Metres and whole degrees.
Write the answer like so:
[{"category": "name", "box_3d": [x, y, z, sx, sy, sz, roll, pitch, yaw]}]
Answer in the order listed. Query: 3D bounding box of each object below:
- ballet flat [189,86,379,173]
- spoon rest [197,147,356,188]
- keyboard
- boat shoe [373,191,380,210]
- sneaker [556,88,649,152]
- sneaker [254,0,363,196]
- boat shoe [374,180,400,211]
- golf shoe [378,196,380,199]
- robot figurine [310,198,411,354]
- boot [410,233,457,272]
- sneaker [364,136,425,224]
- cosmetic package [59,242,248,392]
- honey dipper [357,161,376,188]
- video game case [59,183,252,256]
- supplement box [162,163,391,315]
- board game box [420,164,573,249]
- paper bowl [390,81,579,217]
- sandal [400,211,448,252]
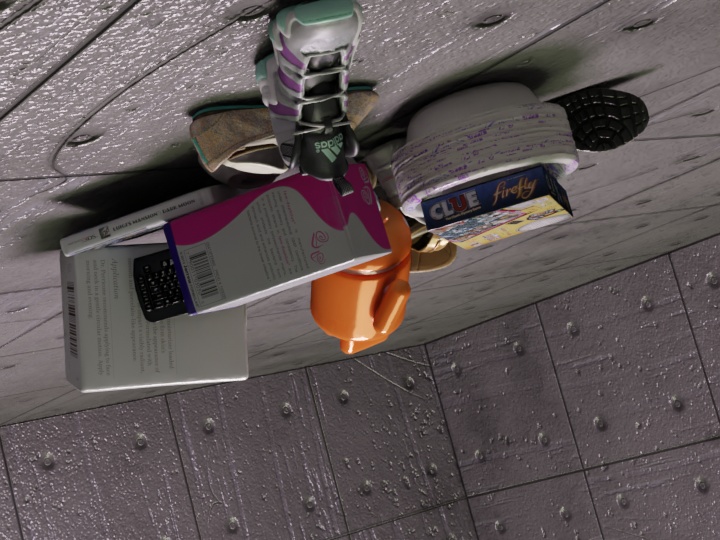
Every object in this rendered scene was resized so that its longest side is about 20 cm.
[{"category": "ballet flat", "box_3d": [-0.067, -0.128, 1.312, 0.199, 0.068, 0.068, -12, 169, -23]}, {"category": "spoon rest", "box_3d": [-0.081, -0.116, 1.457, 0.199, 0.061, 0.099, 10, 156, -39]}, {"category": "keyboard", "box_3d": [-0.161, -0.017, 1.554, 0.199, 0.105, 0.040, -18, 178, -19]}, {"category": "boat shoe", "box_3d": [-0.069, -0.034, 1.487, 0.199, 0.062, 0.072, -21, 136, 27]}, {"category": "sneaker", "box_3d": [0.244, -0.172, 1.646, 0.199, 0.076, 0.088, -14, -173, 13]}, {"category": "sneaker", "box_3d": [-0.028, -0.130, 1.111, 0.077, 0.141, 0.200, -13, 172, -12]}, {"category": "boat shoe", "box_3d": [0.046, -0.091, 1.789, 0.067, 0.057, 0.200, -18, 171, 17]}, {"category": "golf shoe", "box_3d": [-0.053, -0.028, 1.697, 0.199, 0.095, 0.078, -15, 176, 38]}, {"category": "robot figurine", "box_3d": [0.001, 0.001, 1.579, 0.116, 0.144, 0.201, 5, 128, 2]}, {"category": "boot", "box_3d": [0.034, -0.033, 1.822, 0.199, 0.073, 0.155, -1, 180, 9]}, {"category": "sneaker", "box_3d": [0.081, -0.101, 1.642, 0.078, 0.100, 0.199, -22, 170, 37]}, {"category": "cosmetic package", "box_3d": [-0.248, 0.050, 1.634, 0.199, 0.166, 0.165, -2, -179, -18]}, {"category": "honey dipper", "box_3d": [-0.064, -0.088, 1.583, 0.199, 0.038, 0.038, -20, 177, -40]}, {"category": "video game case", "box_3d": [-0.209, -0.063, 1.515, 0.181, 0.023, 0.200, -18, -177, 16]}, {"category": "supplement box", "box_3d": [-0.085, -0.032, 1.408, 0.199, 0.102, 0.103, -18, 177, 25]}, {"category": "board game box", "box_3d": [0.154, -0.067, 1.513, 0.135, 0.035, 0.200, -17, 171, 13]}, {"category": "paper bowl", "box_3d": [0.129, -0.135, 1.494, 0.200, 0.105, 0.201, -15, 172, -2]}, {"category": "sandal", "box_3d": [0.098, -0.055, 1.700, 0.199, 0.054, 0.080, -22, -161, 8]}]
